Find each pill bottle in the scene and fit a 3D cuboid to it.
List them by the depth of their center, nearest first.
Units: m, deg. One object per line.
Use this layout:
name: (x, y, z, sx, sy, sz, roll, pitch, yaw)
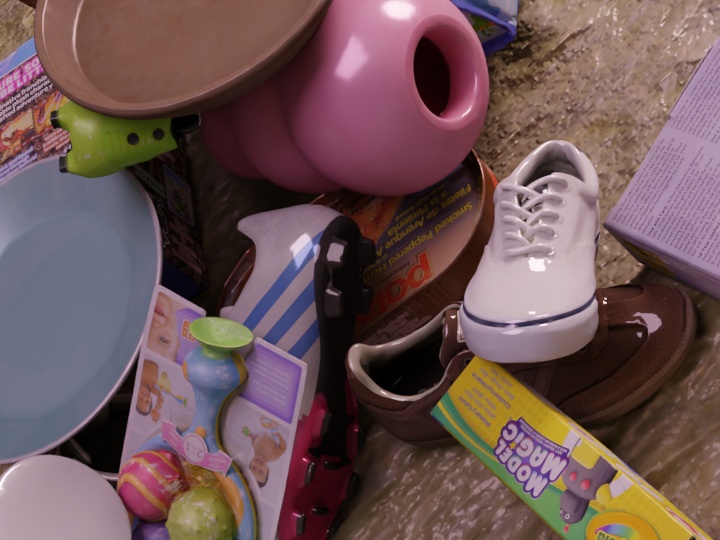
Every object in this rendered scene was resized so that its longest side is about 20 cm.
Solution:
pill bottle: (-0.206, 0.191, 1.251, 0.200, 0.112, 0.114, -50, 36, 43)

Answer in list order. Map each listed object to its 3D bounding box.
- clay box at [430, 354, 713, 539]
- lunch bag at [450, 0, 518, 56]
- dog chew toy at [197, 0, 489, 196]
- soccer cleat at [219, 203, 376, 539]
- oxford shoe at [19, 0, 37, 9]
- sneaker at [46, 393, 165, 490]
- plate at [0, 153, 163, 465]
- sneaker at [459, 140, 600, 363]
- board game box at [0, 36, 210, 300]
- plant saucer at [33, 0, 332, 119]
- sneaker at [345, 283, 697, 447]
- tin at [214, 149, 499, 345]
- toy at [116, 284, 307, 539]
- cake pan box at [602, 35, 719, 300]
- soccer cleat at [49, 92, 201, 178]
clay box: (0.130, 0.126, 1.068, 0.048, 0.115, 0.200, -50, 44, 3)
lunch bag: (0.005, -0.206, 1.382, 0.199, 0.127, 0.171, -23, 48, 49)
dog chew toy: (-0.020, -0.100, 1.286, 0.199, 0.124, 0.126, -8, 58, 46)
soccer cleat: (-0.043, 0.062, 1.250, 0.086, 0.070, 0.202, 8, 92, 30)
oxford shoe: (-0.160, -0.180, 1.355, 0.199, 0.071, 0.072, 24, 70, 37)
sneaker: (-0.156, 0.107, 1.330, 0.199, 0.090, 0.068, -10, 58, 35)
plate: (-0.192, 0.025, 1.325, 0.199, 0.026, 0.202, -17, 58, 30)
sneaker: (0.088, -0.013, 1.138, 0.072, 0.071, 0.200, -5, 20, 9)
board game box: (-0.202, -0.046, 1.459, 0.159, 0.097, 0.201, -31, 48, 20)
plant saucer: (-0.093, -0.162, 1.246, 0.198, 0.030, 0.201, -13, 52, 18)
sneaker: (0.082, 0.047, 1.184, 0.199, 0.075, 0.071, -21, 52, 28)
tin: (0.000, 0.000, 1.309, 0.199, 0.042, 0.112, -35, 43, 16)
toy: (-0.101, 0.123, 1.221, 0.115, 0.047, 0.202, 26, 112, 31)
cake pan box: (0.247, -0.067, 1.141, 0.184, 0.052, 0.201, 26, 82, 43)
soccer cleat: (-0.135, -0.104, 1.328, 0.080, 0.068, 0.200, -7, 22, 3)
